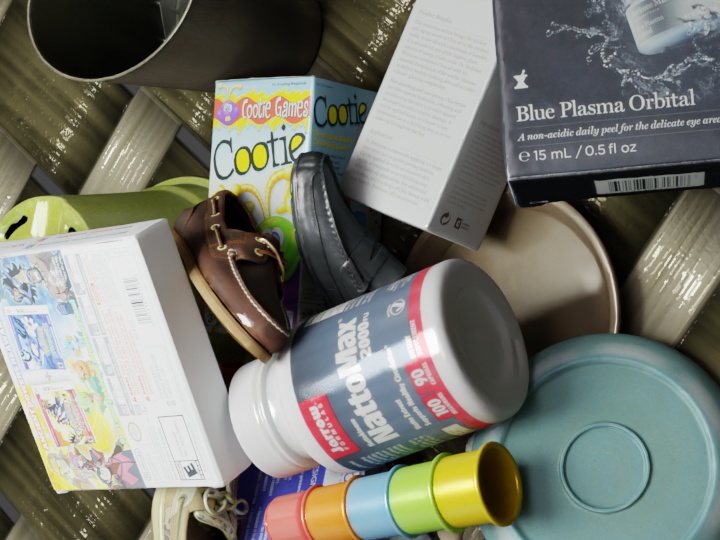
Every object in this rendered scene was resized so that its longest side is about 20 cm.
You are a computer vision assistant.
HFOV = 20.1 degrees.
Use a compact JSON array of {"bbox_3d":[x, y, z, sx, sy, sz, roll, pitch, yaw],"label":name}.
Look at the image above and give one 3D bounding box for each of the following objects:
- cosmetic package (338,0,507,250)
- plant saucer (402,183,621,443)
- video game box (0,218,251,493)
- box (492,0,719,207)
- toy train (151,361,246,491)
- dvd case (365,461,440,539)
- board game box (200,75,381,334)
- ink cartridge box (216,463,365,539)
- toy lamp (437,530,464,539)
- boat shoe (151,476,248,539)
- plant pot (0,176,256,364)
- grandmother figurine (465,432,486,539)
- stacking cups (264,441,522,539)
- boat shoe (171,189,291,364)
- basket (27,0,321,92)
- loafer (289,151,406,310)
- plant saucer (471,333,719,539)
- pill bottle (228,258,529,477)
[{"bbox_3d":[0.073,-0.128,1.537,0.101,0.071,0.201,25,93,41],"label":"cosmetic package"},{"bbox_3d":[0.113,0.035,1.540,0.199,0.029,0.201,-3,85,35],"label":"plant saucer"},{"bbox_3d":[-0.188,0.068,1.521,0.182,0.047,0.201,-7,108,36],"label":"video game box"},{"bbox_3d":[0.192,-0.157,1.403,0.196,0.117,0.201,-5,82,8],"label":"box"},{"bbox_3d":[-0.121,0.087,1.616,0.200,0.116,0.085,-36,38,18],"label":"toy train"},{"bbox_3d":[-0.015,0.206,1.622,0.146,0.022,0.200,-44,64,25],"label":"dvd case"},{"bbox_3d":[-0.053,-0.046,1.621,0.103,0.105,0.201,2,86,37],"label":"board game box"},{"bbox_3d":[-0.072,0.234,1.568,0.199,0.047,0.198,-14,50,37],"label":"ink cartridge box"},{"bbox_3d":[0.077,0.260,1.519,0.058,0.058,0.201,-9,88,35],"label":"toy lamp"},{"bbox_3d":[-0.120,0.215,1.547,0.063,0.073,0.201,-9,63,40],"label":"boat shoe"},{"bbox_3d":[-0.203,0.012,1.675,0.200,0.184,0.201,-4,83,35],"label":"plant pot"},{"bbox_3d":[0.140,0.199,1.472,0.121,0.061,0.200,-26,75,-16],"label":"grandmother figurine"},{"bbox_3d":[0.016,0.165,1.454,0.199,0.060,0.061,-13,78,33],"label":"stacking cups"},{"bbox_3d":[-0.090,-0.003,1.501,0.070,0.070,0.200,-40,35,1],"label":"boat shoe"},{"bbox_3d":[-0.133,-0.208,1.634,0.180,0.200,0.137,-18,76,34],"label":"basket"},{"bbox_3d":[0.000,0.000,1.535,0.070,0.068,0.201,-12,111,17],"label":"loafer"},{"bbox_3d":[0.174,0.141,1.438,0.199,0.027,0.201,-3,77,12],"label":"plant saucer"},{"bbox_3d":[0.009,0.079,1.463,0.200,0.119,0.120,-24,73,30],"label":"pill bottle"}]
